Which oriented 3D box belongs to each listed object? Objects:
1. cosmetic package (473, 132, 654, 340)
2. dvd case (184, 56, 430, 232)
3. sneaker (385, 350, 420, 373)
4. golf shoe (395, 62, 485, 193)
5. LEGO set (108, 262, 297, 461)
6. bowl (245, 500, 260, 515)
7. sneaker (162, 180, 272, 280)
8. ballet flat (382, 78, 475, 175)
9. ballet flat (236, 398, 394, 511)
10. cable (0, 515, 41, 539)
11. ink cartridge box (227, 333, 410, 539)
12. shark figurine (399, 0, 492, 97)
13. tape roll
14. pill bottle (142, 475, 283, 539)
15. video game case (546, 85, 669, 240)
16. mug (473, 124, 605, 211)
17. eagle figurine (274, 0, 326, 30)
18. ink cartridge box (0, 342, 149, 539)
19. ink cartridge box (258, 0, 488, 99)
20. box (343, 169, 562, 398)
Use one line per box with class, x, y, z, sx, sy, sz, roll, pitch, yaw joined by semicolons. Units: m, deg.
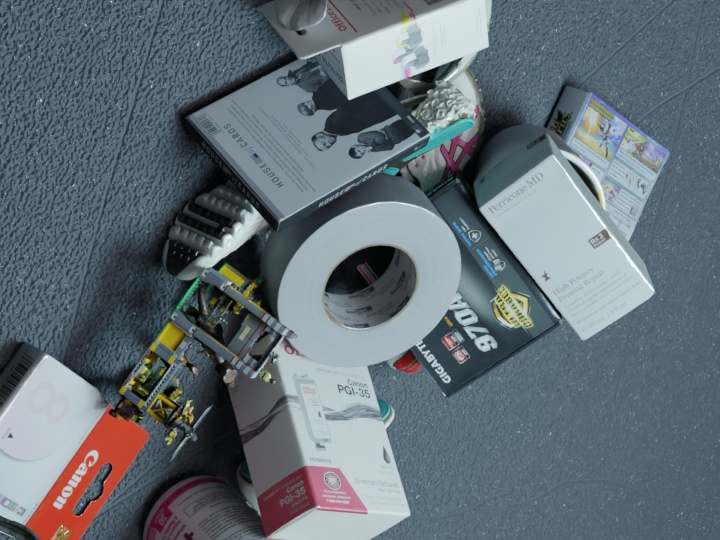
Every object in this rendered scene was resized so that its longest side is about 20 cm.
cosmetic package;0.217;-0.035;1.641;0.101;0.074;0.200;-36;111;15
dvd case;-0.051;-0.137;1.515;0.199;0.150;0.025;-32;158;-29
sneaker;0.097;0.034;1.779;0.200;0.077;0.085;-46;138;-5
golf shoe;0.080;-0.129;1.687;0.092;0.072;0.201;-4;110;-40
LEGO set;-0.139;0.092;1.493;0.200;0.116;0.154;-54;176;-9
bowl;-0.064;0.340;1.731;0.200;0.094;0.202;-18;118;-38
sneaker;-0.115;-0.058;1.540;0.200;0.075;0.081;-47;142;-17
ballet flat;0.030;-0.133;1.627;0.199;0.072;0.072;-32;134;11
ballet flat;-0.049;0.207;1.713;0.199;0.069;0.070;-25;123;-25
cable;-0.357;0.198;1.358;0.097;0.200;0.050;-30;161;-16
ink cartridge box;-0.047;0.176;1.601;0.146;0.201;0.083;13;141;-45
shark figurine;0.105;-0.272;1.655;0.127;0.089;0.216;8;94;-10
tape roll;0.000;0.000;1.570;0.199;0.066;0.201;-12;126;-16
pill bottle;-0.127;0.306;1.573;0.113;0.200;0.114;-22;128;-31
video game case;0.283;-0.106;1.905;0.200;0.045;0.182;26;89;-46
mug;0.196;-0.077;1.744;0.148;0.153;0.188;-14;114;5
eagle figurine;-0.005;-0.329;1.457;0.199;0.151;0.153;-23;94;-31
ink cartridge box;-0.297;0.186;1.483;0.200;0.057;0.163;43;76;-39
ink cartridge box;0.012;-0.242;1.522;0.199;0.115;0.068;-22;134;-14
box;0.100;0.015;1.671;0.158;0.046;0.200;-34;103;15
